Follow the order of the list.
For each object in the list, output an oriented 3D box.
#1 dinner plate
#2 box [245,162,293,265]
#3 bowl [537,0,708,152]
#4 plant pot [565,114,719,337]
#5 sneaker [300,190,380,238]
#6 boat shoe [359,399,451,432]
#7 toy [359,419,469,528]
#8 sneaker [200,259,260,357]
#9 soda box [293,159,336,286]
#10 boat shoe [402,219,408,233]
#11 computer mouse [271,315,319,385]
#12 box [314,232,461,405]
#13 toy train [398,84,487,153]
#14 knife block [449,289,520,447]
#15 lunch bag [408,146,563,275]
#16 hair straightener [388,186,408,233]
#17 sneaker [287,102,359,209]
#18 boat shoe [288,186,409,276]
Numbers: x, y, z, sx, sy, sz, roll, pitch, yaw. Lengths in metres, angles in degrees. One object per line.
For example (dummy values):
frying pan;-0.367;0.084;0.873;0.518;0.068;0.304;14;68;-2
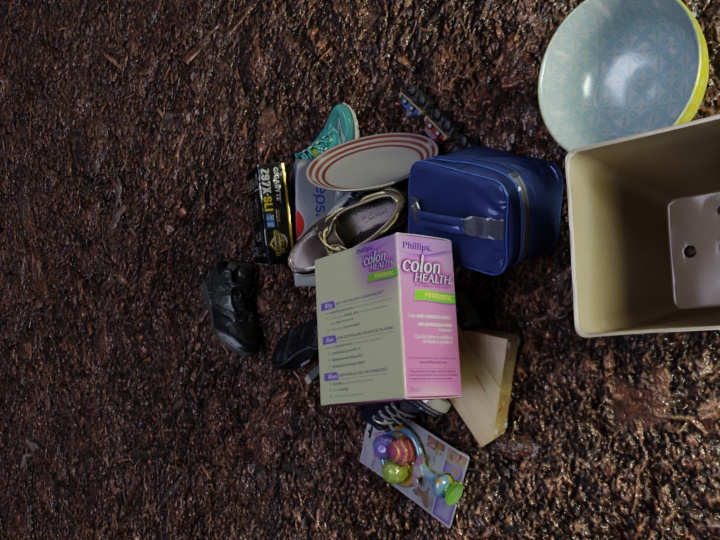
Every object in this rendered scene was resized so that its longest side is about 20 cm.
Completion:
dinner plate;0.018;-0.156;1.202;0.200;0.200;0.024;21;133;43
box;-0.153;-0.090;1.364;0.200;0.049;0.161;-178;83;-77
bowl;0.320;-0.219;0.947;0.200;0.107;0.201;-4;84;45
plant pot;0.352;-0.034;0.852;0.199;0.177;0.201;-8;80;44
sneaker;-0.005;-0.097;1.232;0.200;0.077;0.085;-58;21;-22
boat shoe;0.059;0.194;1.147;0.093;0.074;0.200;-60;14;-3
toy;0.064;0.283;1.201;0.200;0.047;0.116;25;109;40
sneaker;-0.226;0.058;1.488;0.114;0.076;0.200;-55;47;35
soda box;-0.073;-0.077;1.311;0.063;0.068;0.201;-116;28;-74
boat shoe;0.092;0.010;1.187;0.074;0.075;0.203;11;104;10
computer mouse;-0.077;0.138;1.329;0.200;0.046;0.141;-36;33;37
box;0.031;0.070;1.049;0.176;0.096;0.201;-17;73;51
toy train;0.119;-0.212;1.200;0.200;0.034;0.046;52;132;33
knife block;0.122;0.121;1.113;0.175;0.064;0.201;9;94;26
lunch bag;0.148;-0.084;1.068;0.200;0.132;0.137;19;118;44
hair straightener;0.072;-0.095;1.231;0.077;0.041;0.200;47;125;20
sneaker;-0.065;-0.183;1.345;0.077;0.079;0.201;43;116;38
boat shoe;-0.023;-0.052;1.132;0.199;0.059;0.072;-28;85;16
